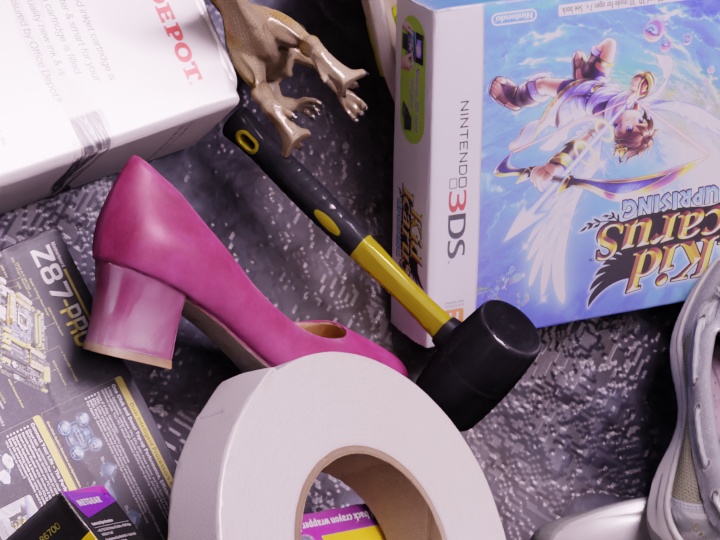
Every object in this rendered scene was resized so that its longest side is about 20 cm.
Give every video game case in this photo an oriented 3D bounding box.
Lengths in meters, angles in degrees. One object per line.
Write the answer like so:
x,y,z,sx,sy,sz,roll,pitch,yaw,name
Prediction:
0.113,-0.064,1.554,0.200,0.045,0.182,-10,114,-25,video game case

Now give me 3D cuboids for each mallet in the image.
0.000,0.000,1.512,0.200,0.066,0.041,39,31,14,mallet

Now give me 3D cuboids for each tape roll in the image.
-0.006,0.137,1.388,0.203,0.037,0.203,22,59,-42,tape roll

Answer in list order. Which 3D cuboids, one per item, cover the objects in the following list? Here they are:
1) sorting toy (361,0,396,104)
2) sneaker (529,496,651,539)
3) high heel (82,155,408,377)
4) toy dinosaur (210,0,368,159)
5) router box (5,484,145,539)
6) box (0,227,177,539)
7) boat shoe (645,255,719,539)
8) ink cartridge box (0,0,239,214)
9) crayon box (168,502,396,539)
0.084,-0.113,1.587,0.200,0.107,0.180,-15,96,-23,sorting toy
0.182,0.161,1.550,0.200,0.070,0.080,7,73,-21,sneaker
-0.049,0.008,1.475,0.200,0.067,0.096,12,89,-34,high heel
-0.050,-0.112,1.487,0.058,0.200,0.101,-42,76,-1,toy dinosaur
-0.146,0.213,1.312,0.200,0.051,0.149,-43,77,15,router box
-0.170,0.099,1.417,0.161,0.049,0.200,-27,88,-34,box
0.196,0.063,1.525,0.074,0.065,0.202,31,50,-11,boat shoe
-0.182,-0.106,1.474,0.200,0.084,0.146,-21,82,-27,ink cartridge box
-0.028,0.204,1.408,0.200,0.058,0.173,-5,78,-49,crayon box
